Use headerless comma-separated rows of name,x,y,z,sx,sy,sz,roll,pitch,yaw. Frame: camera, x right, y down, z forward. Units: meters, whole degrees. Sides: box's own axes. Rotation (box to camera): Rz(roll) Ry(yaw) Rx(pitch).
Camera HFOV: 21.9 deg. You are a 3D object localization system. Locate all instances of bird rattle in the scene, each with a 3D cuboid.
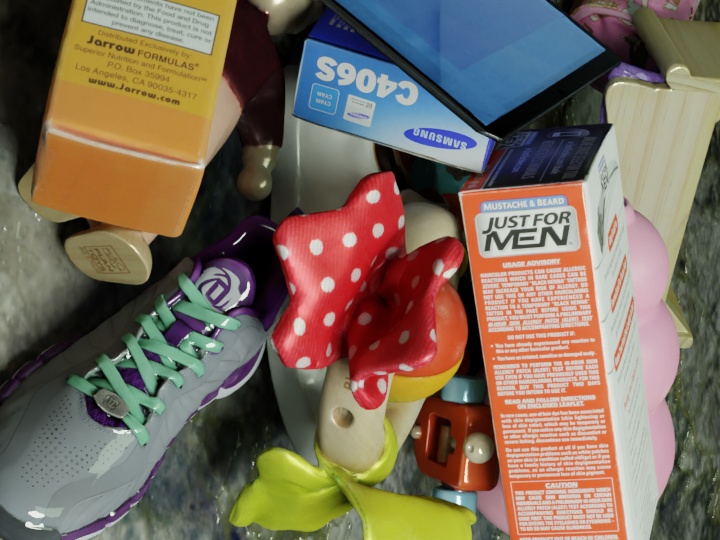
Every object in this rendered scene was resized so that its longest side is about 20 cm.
bird rattle,0.004,0.034,0.835,0.163,0.112,0.201,-59,153,-54

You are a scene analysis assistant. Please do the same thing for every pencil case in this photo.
pencil case,0.197,-0.202,1.220,0.083,0.086,0.201,101,15,-56

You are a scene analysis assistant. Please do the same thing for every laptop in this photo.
laptop,0.042,-0.175,0.810,0.177,0.103,0.202,-35,127,-61

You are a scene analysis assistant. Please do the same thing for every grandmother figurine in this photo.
grandmother figurine,-0.069,-0.084,0.832,0.201,0.060,0.122,-59,137,-34

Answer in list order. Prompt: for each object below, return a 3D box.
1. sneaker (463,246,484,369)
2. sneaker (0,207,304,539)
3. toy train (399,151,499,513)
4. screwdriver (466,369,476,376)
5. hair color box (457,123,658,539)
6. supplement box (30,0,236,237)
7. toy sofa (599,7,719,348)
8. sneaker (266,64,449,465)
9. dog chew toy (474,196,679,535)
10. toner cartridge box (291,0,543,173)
sneaker,0.103,0.011,1.107,0.080,0.070,0.201,-61,143,-45
sneaker,-0.090,0.034,0.774,0.088,0.074,0.200,-54,176,36
toy train,0.054,0.023,0.961,0.055,0.150,0.202,5,87,-21
screwdriver,0.047,0.031,1.061,0.029,0.028,0.201,-29,120,-19
hair color box,0.098,0.041,0.891,0.111,0.063,0.201,-51,136,-67
supplement box,-0.081,-0.119,0.755,0.067,0.068,0.201,120,-20,-62
toy sofa,0.172,-0.054,1.146,0.083,0.097,0.201,-100,-164,-57
sneaker,0.000,0.000,0.917,0.073,0.084,0.202,-33,123,-74
dog chew toy,0.117,0.051,1.011,0.124,0.124,0.201,-35,138,-51
toner cartridge box,0.039,-0.123,0.914,0.200,0.094,0.043,-63,168,-56
